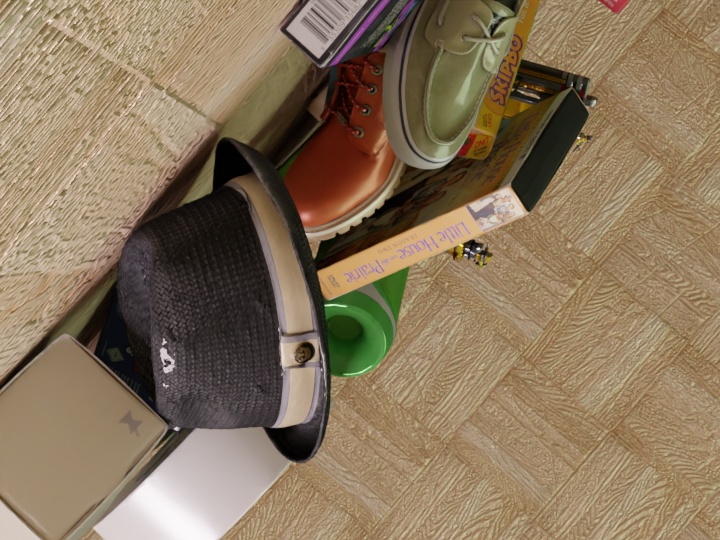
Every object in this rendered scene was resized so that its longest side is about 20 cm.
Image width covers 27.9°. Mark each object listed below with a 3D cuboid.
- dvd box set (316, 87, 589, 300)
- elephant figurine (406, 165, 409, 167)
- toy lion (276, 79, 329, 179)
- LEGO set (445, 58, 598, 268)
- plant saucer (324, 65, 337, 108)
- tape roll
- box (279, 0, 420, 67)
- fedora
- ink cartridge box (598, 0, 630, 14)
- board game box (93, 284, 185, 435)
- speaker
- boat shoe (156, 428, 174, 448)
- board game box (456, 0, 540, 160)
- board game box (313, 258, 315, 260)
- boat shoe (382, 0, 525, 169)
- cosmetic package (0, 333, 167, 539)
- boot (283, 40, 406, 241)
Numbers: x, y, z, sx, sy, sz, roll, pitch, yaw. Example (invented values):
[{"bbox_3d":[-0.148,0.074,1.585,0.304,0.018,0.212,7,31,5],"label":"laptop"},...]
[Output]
[{"bbox_3d":[0.066,-0.057,1.092,0.200,0.029,0.146,-23,-159,40],"label":"dvd box set"},{"bbox_3d":[-0.006,-0.079,1.439,0.200,0.155,0.142,144,-32,-79],"label":"elephant figurine"},{"bbox_3d":[-0.023,-0.110,1.197,0.192,0.069,0.200,-40,-173,44],"label":"toy lion"},{"bbox_3d":[0.137,-0.093,1.275,0.200,0.115,0.154,-56,160,-52],"label":"LEGO set"},{"bbox_3d":[0.032,-0.188,1.099,0.200,0.019,0.070,-51,163,-37],"label":"plant saucer"},{"bbox_3d":[-0.113,0.149,1.123,0.202,0.071,0.202,-46,-176,4],"label":"tape roll"},{"bbox_3d":[0.030,-0.184,0.824,0.143,0.036,0.200,-49,179,14],"label":"box"},{"bbox_3d":[-0.088,0.026,0.845,0.091,0.201,0.201,-14,167,-19],"label":"fedora"},{"bbox_3d":[0.250,-0.361,1.262,0.145,0.145,0.200,-49,179,-41],"label":"ink cartridge box"},{"bbox_3d":[-0.127,0.051,1.056,0.200,0.062,0.200,-51,168,-53],"label":"board game box"},{"bbox_3d":[0.000,0.000,1.216,0.088,0.088,0.200,-49,-166,33],"label":"speaker"},{"bbox_3d":[-0.196,0.123,1.176,0.200,0.062,0.075,-33,162,-41],"label":"boat shoe"},{"bbox_3d":[0.093,-0.183,1.079,0.095,0.030,0.201,16,-89,62],"label":"board game box"},{"bbox_3d":[-0.121,0.062,1.341,0.200,0.040,0.153,-49,-141,-15],"label":"board game box"},{"bbox_3d":[0.068,-0.163,0.934,0.062,0.072,0.201,6,-100,59],"label":"boat shoe"},{"bbox_3d":[-0.200,0.129,0.901,0.103,0.087,0.200,-46,180,-31],"label":"cosmetic package"},{"bbox_3d":[0.000,-0.115,0.999,0.200,0.075,0.107,-51,145,-4],"label":"boot"}]
